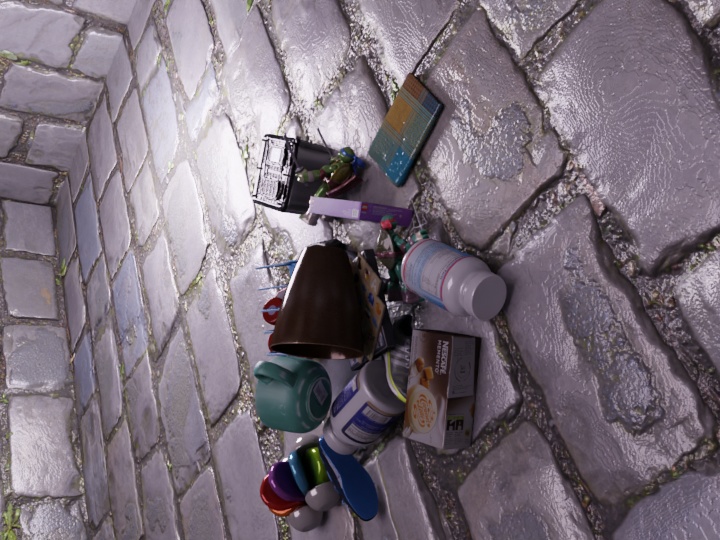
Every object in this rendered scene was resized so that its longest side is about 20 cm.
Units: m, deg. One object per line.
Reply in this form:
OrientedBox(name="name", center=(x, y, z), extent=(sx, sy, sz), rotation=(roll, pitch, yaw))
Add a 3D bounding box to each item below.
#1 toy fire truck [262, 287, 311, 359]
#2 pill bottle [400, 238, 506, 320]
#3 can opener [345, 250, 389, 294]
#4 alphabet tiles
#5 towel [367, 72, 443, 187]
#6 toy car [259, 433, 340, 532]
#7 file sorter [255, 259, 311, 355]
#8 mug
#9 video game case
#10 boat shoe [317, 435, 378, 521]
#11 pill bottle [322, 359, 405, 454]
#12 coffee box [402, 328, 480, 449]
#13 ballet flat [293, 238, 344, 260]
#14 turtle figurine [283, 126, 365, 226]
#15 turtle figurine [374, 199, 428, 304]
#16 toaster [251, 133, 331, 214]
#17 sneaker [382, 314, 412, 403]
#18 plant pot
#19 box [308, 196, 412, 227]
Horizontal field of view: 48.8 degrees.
OrientedBox(name="toy fire truck", center=(-0.130, 0.120, 1.872), extent=(0.166, 0.112, 0.203), rotation=(-27, 59, 20))
OrientedBox(name="pill bottle", center=(0.169, 0.018, 1.445), extent=(0.199, 0.107, 0.111), rotation=(29, 108, 52))
OrientedBox(name="can opener", center=(0.000, 0.000, 1.735), extent=(0.199, 0.053, 0.068), rotation=(18, 100, 53))
OrientedBox(name="alphabet tiles", center=(-0.001, 0.077, 1.592), extent=(0.167, 0.006, 0.203), rotation=(53, 140, 47))
OrientedBox(name="towel", center=(0.093, -0.296, 1.679), extent=(0.202, 0.021, 0.147), rotation=(-60, 42, 26))
OrientedBox(name="toy car", center=(-0.148, 0.477, 1.784), extent=(0.201, 0.148, 0.176), rotation=(-55, 44, 34))
OrientedBox(name="file sorter", center=(-0.139, 0.077, 1.709), extent=(0.138, 0.121, 0.204), rotation=(-8, 90, 48))
OrientedBox(name="mug", center=(-0.136, 0.257, 1.627), extent=(0.113, 0.184, 0.155), rotation=(3, 91, 31))
OrientedBox(name="video game case", center=(0.002, 0.083, 1.621), extent=(0.181, 0.025, 0.203), rotation=(-42, 57, 58))
OrientedBox(name="boat shoe", center=(-0.022, 0.436, 1.674), extent=(0.202, 0.083, 0.069), rotation=(61, 154, 28))
OrientedBox(name="pill bottle", center=(0.006, 0.287, 1.624), extent=(0.201, 0.118, 0.121), rotation=(-51, 46, 37))
OrientedBox(name="coffee box", center=(0.149, 0.215, 1.464), extent=(0.114, 0.079, 0.204), rotation=(6, 89, 51))
OrientedBox(name="ballet flat", center=(-0.110, -0.040, 1.892), extent=(0.199, 0.056, 0.068), rotation=(-20, 68, 52))
OrientedBox(name="turtle figurine", center=(-0.095, -0.216, 1.832), extent=(0.144, 0.197, 0.196), rotation=(-78, 7, -65))
OrientedBox(name="turtle figurine", center=(0.078, -0.038, 1.582), extent=(0.150, 0.099, 0.204), rotation=(-149, 52, -78))
OrientedBox(name="toaster", center=(-0.169, -0.236, 1.953), extent=(0.199, 0.117, 0.184), rotation=(20, 102, 54))
OrientedBox(name="sneaker", center=(0.091, 0.174, 1.566), extent=(0.081, 0.073, 0.202), rotation=(-45, 53, 36))
OrientedBox(name="plant pot", center=(-0.079, 0.061, 1.571), extent=(0.186, 0.185, 0.204), rotation=(-16, 66, 52))
OrientedBox(name="box", center=(-0.002, -0.126, 1.685), extent=(0.199, 0.135, 0.040), rotation=(13, 96, 54))
